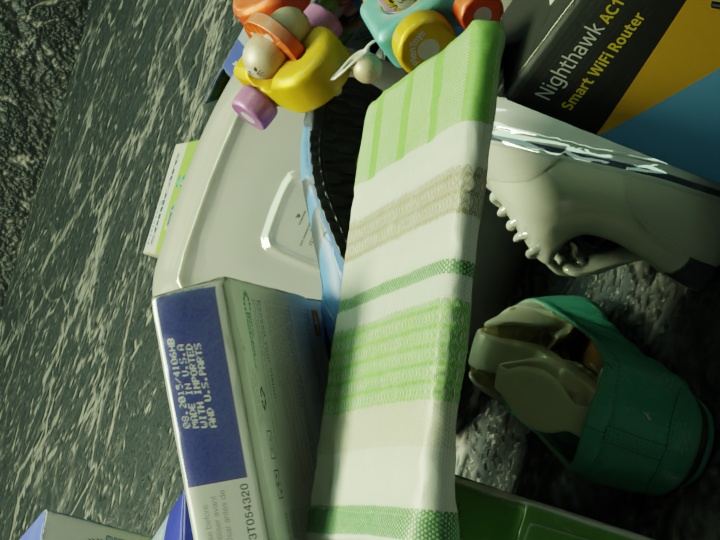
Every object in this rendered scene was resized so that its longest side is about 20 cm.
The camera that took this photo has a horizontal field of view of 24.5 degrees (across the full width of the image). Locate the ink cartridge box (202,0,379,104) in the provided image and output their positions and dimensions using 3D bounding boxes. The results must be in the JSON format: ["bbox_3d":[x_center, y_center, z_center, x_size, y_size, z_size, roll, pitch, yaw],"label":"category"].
[{"bbox_3d":[-0.010,-0.172,1.005,0.119,0.042,0.200,-26,-20,-48],"label":"ink cartridge box"}]

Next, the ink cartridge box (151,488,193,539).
[{"bbox_3d":[-0.066,0.203,0.943,0.200,0.135,0.077,-56,26,38],"label":"ink cartridge box"}]

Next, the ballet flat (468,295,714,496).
[{"bbox_3d":[0.089,0.046,0.760,0.200,0.070,0.068,-143,71,-71],"label":"ballet flat"}]

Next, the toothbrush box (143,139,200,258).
[{"bbox_3d":[-0.045,-0.026,1.090,0.200,0.145,0.087,9,81,70],"label":"toothbrush box"}]

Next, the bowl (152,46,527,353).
[{"bbox_3d":[-0.016,-0.021,0.914,0.201,0.198,0.075,-68,-18,4],"label":"bowl"}]

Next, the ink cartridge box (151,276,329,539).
[{"bbox_3d":[-0.035,0.108,0.766,0.200,0.043,0.198,24,-126,-79],"label":"ink cartridge box"}]

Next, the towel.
[{"bbox_3d":[0.022,0.015,0.665,0.149,0.030,0.202,160,119,-72],"label":"towel"}]

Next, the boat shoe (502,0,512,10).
[{"bbox_3d":[0.087,-0.172,0.883,0.071,0.069,0.201,-92,4,-54],"label":"boat shoe"}]

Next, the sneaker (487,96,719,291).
[{"bbox_3d":[0.091,-0.036,0.774,0.199,0.073,0.071,16,88,54],"label":"sneaker"}]

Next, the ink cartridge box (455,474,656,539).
[{"bbox_3d":[0.064,0.125,0.704,0.200,0.103,0.060,4,75,70],"label":"ink cartridge box"}]

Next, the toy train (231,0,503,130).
[{"bbox_3d":[-0.009,-0.150,0.836,0.199,0.056,0.151,-9,49,39],"label":"toy train"}]

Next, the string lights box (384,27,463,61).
[{"bbox_3d":[0.088,-0.198,1.011,0.200,0.059,0.103,-46,29,52],"label":"string lights box"}]

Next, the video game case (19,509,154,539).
[{"bbox_3d":[-0.155,0.231,1.096,0.200,0.180,0.046,-46,31,52],"label":"video game case"}]

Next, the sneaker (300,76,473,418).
[{"bbox_3d":[0.000,0.000,0.836,0.078,0.065,0.202,130,132,-54],"label":"sneaker"}]

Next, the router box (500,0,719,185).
[{"bbox_3d":[0.161,-0.118,0.592,0.200,0.148,0.051,-54,24,41],"label":"router box"}]
